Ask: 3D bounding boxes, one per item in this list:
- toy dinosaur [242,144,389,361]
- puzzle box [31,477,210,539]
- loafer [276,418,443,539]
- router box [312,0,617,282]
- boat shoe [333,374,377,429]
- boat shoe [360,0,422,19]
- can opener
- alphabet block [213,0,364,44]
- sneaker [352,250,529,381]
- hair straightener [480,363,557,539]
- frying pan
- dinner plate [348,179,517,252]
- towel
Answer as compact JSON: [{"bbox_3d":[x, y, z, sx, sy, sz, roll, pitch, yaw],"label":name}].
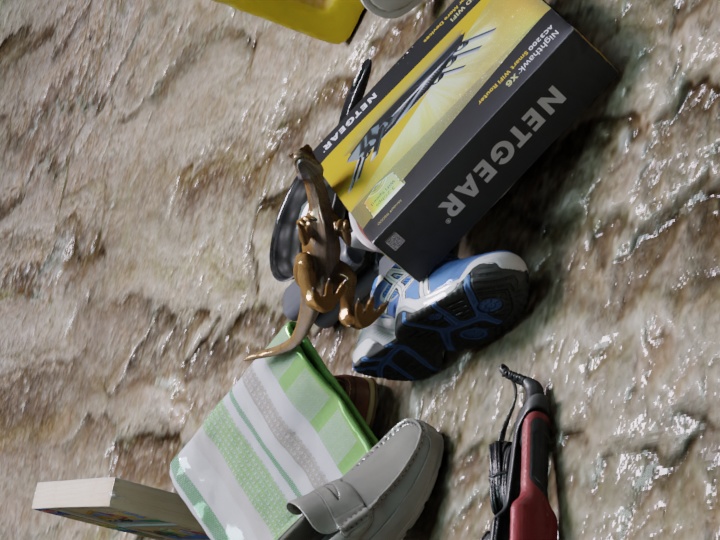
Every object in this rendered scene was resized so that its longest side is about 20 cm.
[{"bbox_3d":[-0.029,0.007,1.593,0.106,0.060,0.201,-126,38,-50],"label":"toy dinosaur"},{"bbox_3d":[-0.185,0.204,1.889,0.200,0.133,0.026,-14,61,64],"label":"puzzle box"},{"bbox_3d":[-0.018,0.178,1.555,0.200,0.070,0.070,-52,26,-15],"label":"loafer"},{"bbox_3d":[0.068,-0.108,1.565,0.200,0.052,0.157,-47,30,6],"label":"router box"},{"bbox_3d":[-0.052,0.118,1.738,0.200,0.067,0.072,-22,54,60],"label":"boat shoe"},{"bbox_3d":[0.046,-0.298,1.812,0.060,0.074,0.201,18,87,66],"label":"boat shoe"},{"bbox_3d":[0.000,0.000,1.727,0.200,0.053,0.067,-37,42,53],"label":"can opener"},{"bbox_3d":[-0.075,-0.345,1.964,0.197,0.195,0.200,-63,26,24],"label":"alphabet block"},{"bbox_3d":[0.051,0.017,1.573,0.200,0.076,0.077,-30,52,55],"label":"sneaker"},{"bbox_3d":[0.091,0.150,1.435,0.077,0.041,0.201,-46,35,45],"label":"hair straightener"},{"bbox_3d":[-0.032,-0.078,1.879,0.115,0.031,0.191,-6,65,65],"label":"frying pan"},{"bbox_3d":[0.072,-0.091,1.615,0.200,0.024,0.201,-34,34,27],"label":"dinner plate"},{"bbox_3d":[-0.065,0.152,1.696,0.149,0.031,0.200,54,132,17],"label":"towel"}]
